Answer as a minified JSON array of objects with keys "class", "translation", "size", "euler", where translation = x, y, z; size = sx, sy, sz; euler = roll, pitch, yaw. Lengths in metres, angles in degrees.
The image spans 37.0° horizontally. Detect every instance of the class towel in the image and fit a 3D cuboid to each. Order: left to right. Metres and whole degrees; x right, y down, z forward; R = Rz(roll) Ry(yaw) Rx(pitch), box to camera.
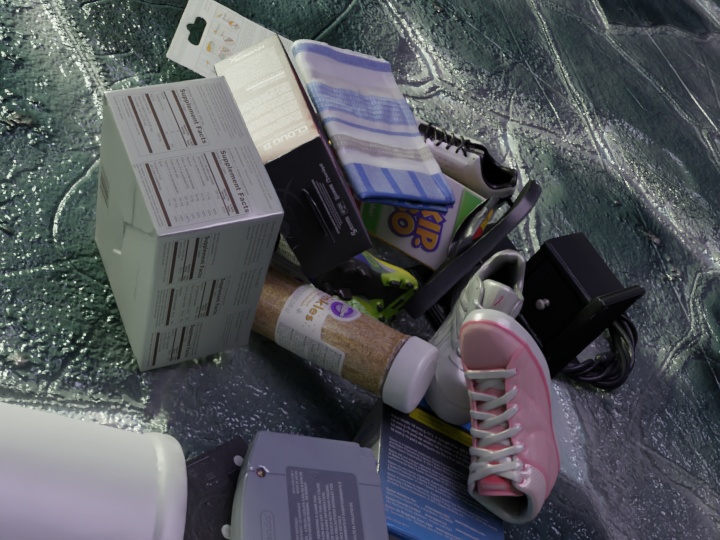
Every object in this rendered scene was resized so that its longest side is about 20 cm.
[{"class":"towel","translation":[0.014,-0.150,1.110],"size":[0.145,0.024,0.202],"euler":[4,54,-45]}]

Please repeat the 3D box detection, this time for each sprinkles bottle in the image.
[{"class":"sprinkles bottle","translation":[-0.025,0.063,1.032],"size":[0.198,0.069,0.068],"euler":[26,33,18]}]

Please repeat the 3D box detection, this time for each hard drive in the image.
[{"class":"hard drive","translation":[-0.097,0.245,0.867],"size":[0.139,0.038,0.201],"euler":[-19,66,-49]}]

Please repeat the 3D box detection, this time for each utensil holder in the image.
[{"class":"utensil holder","translation":[-0.237,0.173,0.713],"size":[0.197,0.171,0.172],"euler":[17,42,-23]}]

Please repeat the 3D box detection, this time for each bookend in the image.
[{"class":"bookend","translation":[0.175,0.014,1.205],"size":[0.091,0.200,0.200],"euler":[-12,61,-47]}]

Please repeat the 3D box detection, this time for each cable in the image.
[{"class":"cable","translation":[0.285,0.074,1.366],"size":[0.197,0.051,0.165],"euler":[19,42,-28]}]

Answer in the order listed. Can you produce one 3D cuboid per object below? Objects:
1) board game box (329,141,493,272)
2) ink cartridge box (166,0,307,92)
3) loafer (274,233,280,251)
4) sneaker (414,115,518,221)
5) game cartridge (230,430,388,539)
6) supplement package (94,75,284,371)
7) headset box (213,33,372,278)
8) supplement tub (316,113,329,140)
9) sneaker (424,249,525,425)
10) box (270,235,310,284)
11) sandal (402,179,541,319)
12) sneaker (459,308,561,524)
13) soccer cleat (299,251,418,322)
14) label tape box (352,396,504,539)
[{"class":"board game box","translation":[0.044,-0.076,1.166],"size":[0.198,0.097,0.030],"euler":[29,0,-11]},{"class":"ink cartridge box","translation":[-0.136,-0.243,1.321],"size":[0.197,0.057,0.164],"euler":[21,41,-12]},{"class":"loafer","translation":[-0.124,-0.092,1.081],"size":[0.071,0.073,0.202],"euler":[-3,53,-42]},{"class":"sneaker","translation":[0.094,-0.135,1.213],"size":[0.198,0.080,0.075],"euler":[32,52,-18]},{"class":"game cartridge","translation":[-0.039,0.227,0.863],"size":[0.131,0.041,0.202],"euler":[14,46,-24]},{"class":"supplement package","translation":[-0.157,-0.039,0.944],"size":[0.109,0.201,0.157],"euler":[-12,59,-25]},{"class":"headset box","translation":[-0.063,-0.104,1.025],"size":[0.201,0.074,0.150],"euler":[-112,177,-46]},{"class":"supplement tub","translation":[-0.005,-0.110,1.247],"size":[0.197,0.107,0.108],"euler":[14,44,-30]},{"class":"sneaker","translation":[0.116,0.056,1.071],"size":[0.077,0.100,0.202],"euler":[23,55,-4]},{"class":"box","translation":[-0.134,-0.041,1.117],"size":[0.198,0.042,0.039],"euler":[30,37,-16]},{"class":"sandal","translation":[0.116,-0.032,1.127],"size":[0.200,0.076,0.043],"euler":[-43,89,-13]},{"class":"sneaker","translation":[0.131,0.142,0.983],"size":[0.105,0.074,0.203],"euler":[-52,129,-48]},{"class":"soccer cleat","translation":[0.000,-0.001,1.138],"size":[0.084,0.065,0.199],"euler":[54,15,29]},{"class":"label tape box","translation":[0.064,0.201,1.032],"size":[0.143,0.063,0.202],"euler":[28,37,-17]}]
